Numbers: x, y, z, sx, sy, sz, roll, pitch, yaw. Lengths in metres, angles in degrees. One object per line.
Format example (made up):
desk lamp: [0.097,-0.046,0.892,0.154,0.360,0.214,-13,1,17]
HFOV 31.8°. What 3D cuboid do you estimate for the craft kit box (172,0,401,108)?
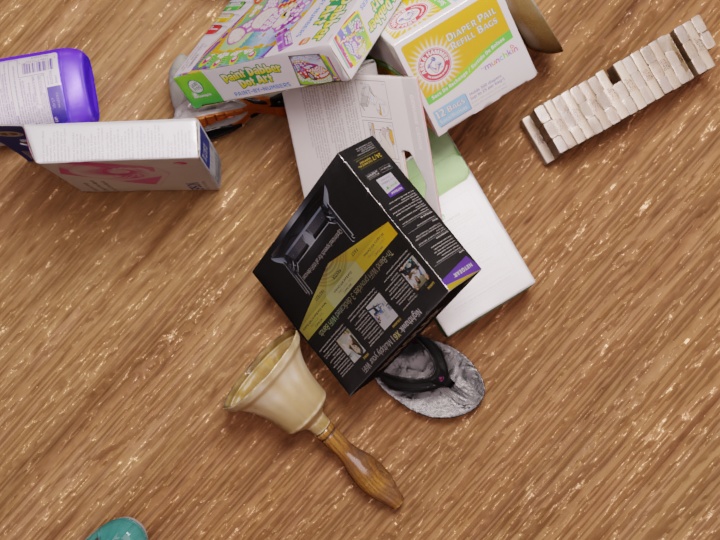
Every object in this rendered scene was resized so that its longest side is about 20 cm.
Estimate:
craft kit box: [-0.051,-0.240,1.167,0.049,0.196,0.201,56,47,-35]

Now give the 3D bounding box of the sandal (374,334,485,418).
sandal: [0.033,0.084,1.256,0.199,0.048,0.076,31,88,1]

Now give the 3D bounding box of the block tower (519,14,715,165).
block tower: [0.260,-0.180,1.264,0.199,0.058,0.054,-30,88,0]

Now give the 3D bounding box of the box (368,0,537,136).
box: [0.065,-0.226,1.181,0.112,0.200,0.102,-32,122,-1]

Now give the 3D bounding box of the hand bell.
hand bell: [-0.029,0.163,1.245,0.200,0.104,0.104,44,88,-10]

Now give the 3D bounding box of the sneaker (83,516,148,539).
sneaker: [-0.284,0.326,1.228,0.071,0.080,0.200,42,88,1]

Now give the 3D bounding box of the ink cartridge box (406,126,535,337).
ink cartridge box: [0.079,-0.046,1.255,0.103,0.059,0.201,-30,88,0]

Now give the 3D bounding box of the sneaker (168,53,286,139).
sneaker: [-0.098,-0.201,1.256,0.198,0.076,0.093,-15,77,-6]

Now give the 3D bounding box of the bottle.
bottle: [-0.363,-0.165,1.253,0.198,0.065,0.085,-11,87,-1]

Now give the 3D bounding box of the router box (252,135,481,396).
router box: [0.000,0.000,1.164,0.052,0.200,0.158,-30,77,-42]

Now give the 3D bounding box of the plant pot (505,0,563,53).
plant pot: [0.126,-0.283,1.198,0.027,0.200,0.201,-35,89,11]

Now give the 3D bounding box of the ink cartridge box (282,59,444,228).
ink cartridge box: [0.015,-0.093,1.170,0.045,0.175,0.202,-31,120,-41]

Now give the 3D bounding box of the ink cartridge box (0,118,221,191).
ink cartridge box: [-0.238,-0.104,1.186,0.197,0.196,0.044,-3,86,0]
